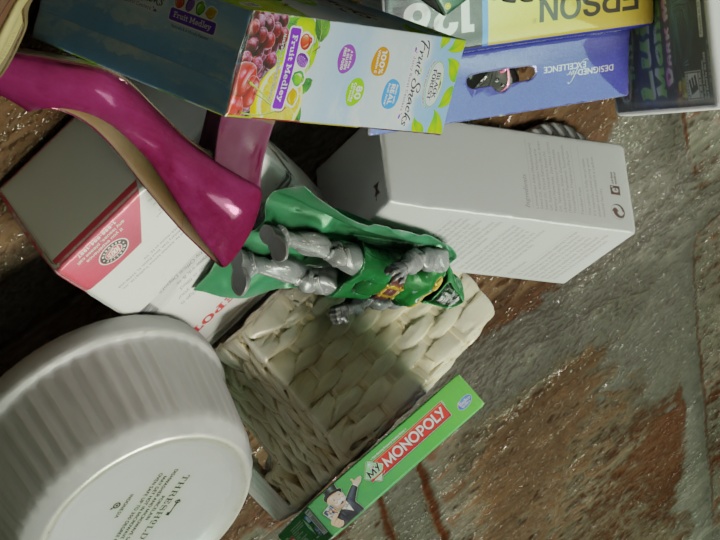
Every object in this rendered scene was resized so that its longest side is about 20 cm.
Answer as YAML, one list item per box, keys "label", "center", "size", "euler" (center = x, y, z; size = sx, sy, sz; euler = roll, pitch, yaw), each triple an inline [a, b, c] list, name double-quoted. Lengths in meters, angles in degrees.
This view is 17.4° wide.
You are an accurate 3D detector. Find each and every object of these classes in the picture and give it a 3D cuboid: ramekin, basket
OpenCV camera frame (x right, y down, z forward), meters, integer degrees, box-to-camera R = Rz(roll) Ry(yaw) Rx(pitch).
- label: "ramekin"
  center: [-0.162, 0.133, 1.551]
  size: [0.201, 0.094, 0.203]
  euler: [-23, 142, -19]
- label: "basket"
  center: [-0.016, 0.058, 1.678]
  size: [0.200, 0.136, 0.123]
  euler: [-43, -177, -34]

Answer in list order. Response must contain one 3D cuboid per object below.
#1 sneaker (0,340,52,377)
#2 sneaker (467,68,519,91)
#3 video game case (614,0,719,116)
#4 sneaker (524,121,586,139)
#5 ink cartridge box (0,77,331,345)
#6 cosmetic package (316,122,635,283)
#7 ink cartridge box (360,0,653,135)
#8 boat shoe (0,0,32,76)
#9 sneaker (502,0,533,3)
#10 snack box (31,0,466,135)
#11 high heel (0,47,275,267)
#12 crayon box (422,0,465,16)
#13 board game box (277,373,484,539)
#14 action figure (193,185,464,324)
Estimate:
- label: "sneaker"
  center: [-0.281, 0.104, 1.584]
  size: [0.199, 0.073, 0.085]
  euler: [-24, 114, -17]
- label: "sneaker"
  center: [0.073, -0.159, 1.604]
  size: [0.095, 0.079, 0.200]
  euler: [18, 131, -16]
- label: "video game case"
  center: [0.197, -0.204, 1.546]
  size: [0.023, 0.202, 0.182]
  euler: [-8, -176, -14]
- label: "sneaker"
  center: [0.126, -0.067, 1.851]
  size: [0.199, 0.075, 0.082]
  euler: [3, 143, -45]
- label: "ink cartridge box"
  center: [-0.121, -0.042, 1.543]
  size: [0.146, 0.085, 0.200]
  euler: [-43, 150, 4]
- label: "cosmetic package"
  center: [0.080, -0.049, 1.642]
  size: [0.199, 0.072, 0.101]
  euler: [6, 155, -28]
- label: "ink cartridge box"
  center: [0.095, -0.193, 1.508]
  size: [0.196, 0.047, 0.202]
  euler: [-10, 107, -21]
- label: "boat shoe"
  center: [-0.205, -0.178, 1.268]
  size: [0.067, 0.072, 0.201]
  euler: [-12, 142, -45]
- label: "sneaker"
  center: [0.051, -0.215, 1.339]
  size: [0.199, 0.079, 0.090]
  euler: [13, 114, -28]
- label: "snack box"
  center: [-0.064, -0.137, 1.392]
  size: [0.199, 0.168, 0.068]
  euler: [2, 107, -52]
- label: "high heel"
  center: [-0.150, -0.070, 1.392]
  size: [0.199, 0.067, 0.097]
  euler: [15, 91, -14]
- label: "crayon box"
  center: [0.065, -0.284, 1.396]
  size: [0.172, 0.058, 0.200]
  euler: [-37, 126, -7]
- label: "board game box"
  center: [0.010, 0.139, 1.612]
  size: [0.134, 0.029, 0.200]
  euler: [-41, 176, -14]
- label: "action figure"
  center: [0.000, 0.000, 1.575]
  size: [0.199, 0.055, 0.118]
  euler: [8, 144, -45]
